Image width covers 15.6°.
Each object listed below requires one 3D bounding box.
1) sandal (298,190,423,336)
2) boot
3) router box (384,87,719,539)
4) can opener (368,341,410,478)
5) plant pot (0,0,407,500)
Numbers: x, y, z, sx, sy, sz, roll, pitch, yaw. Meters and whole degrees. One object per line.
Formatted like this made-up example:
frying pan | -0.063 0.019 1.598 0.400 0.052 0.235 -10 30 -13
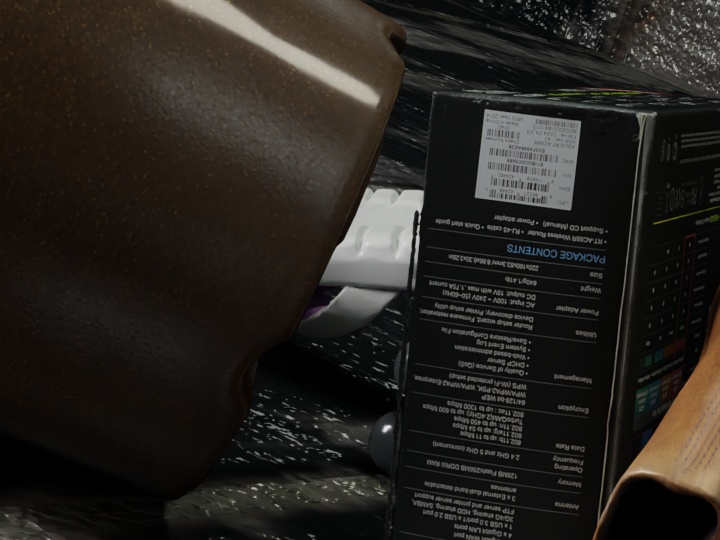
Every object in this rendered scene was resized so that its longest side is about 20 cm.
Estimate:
sandal | -0.004 0.002 0.969 0.201 0.050 0.082 3 19 28
boot | 0.110 0.046 0.686 0.068 0.189 0.201 23 53 9
router box | 0.066 0.025 0.748 0.062 0.151 0.200 6 5 17
can opener | 0.074 0.050 0.932 0.067 0.054 0.200 24 12 23
plant pot | -0.105 -0.046 0.726 0.197 0.201 0.200 26 9 -8
